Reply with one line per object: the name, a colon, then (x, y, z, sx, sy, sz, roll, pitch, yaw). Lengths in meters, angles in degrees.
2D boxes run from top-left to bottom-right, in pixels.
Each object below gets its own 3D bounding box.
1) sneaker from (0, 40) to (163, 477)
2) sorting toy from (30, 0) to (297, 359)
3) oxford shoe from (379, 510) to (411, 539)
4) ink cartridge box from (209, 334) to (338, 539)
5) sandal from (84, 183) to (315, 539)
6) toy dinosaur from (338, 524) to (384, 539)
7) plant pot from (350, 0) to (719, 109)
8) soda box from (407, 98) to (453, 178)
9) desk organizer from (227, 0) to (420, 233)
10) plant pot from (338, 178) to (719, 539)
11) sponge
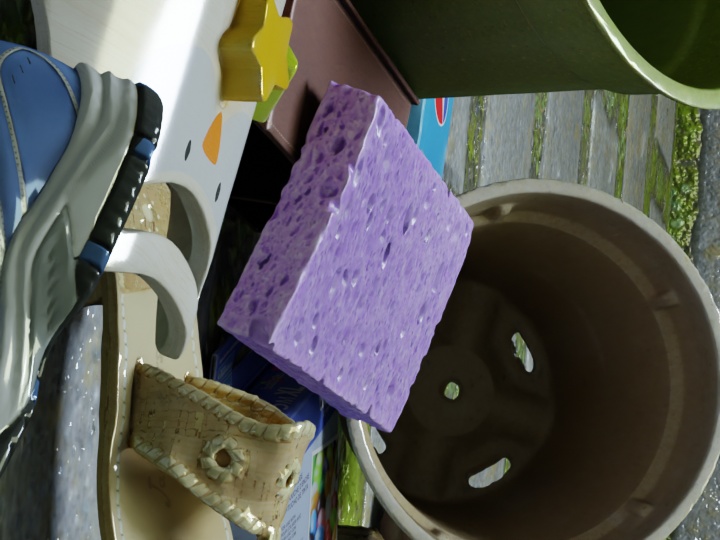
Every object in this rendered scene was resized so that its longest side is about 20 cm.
sneaker: (-0.129, 0.026, 0.646, 0.201, 0.077, 0.076, -67, -169, -12)
sorting toy: (-0.068, -0.071, 0.767, 0.200, 0.106, 0.182, 57, 37, -68)
oxford shoe: (0.059, 0.171, 1.462, 0.200, 0.071, 0.073, 42, 48, -73)
ink cartridge box: (-0.041, 0.120, 1.093, 0.119, 0.042, 0.202, -46, 137, -70)
sandal: (-0.052, 0.055, 0.824, 0.077, 0.069, 0.213, 12, 62, -60)
toy dinosaur: (0.040, 0.207, 1.199, 0.201, 0.058, 0.101, 57, 19, 15)
plant pot: (0.073, -0.158, 1.059, 0.199, 0.189, 0.202, 12, 74, -46)
soda box: (0.015, -0.125, 1.195, 0.064, 0.067, 0.201, 62, 34, -63)
desk organizer: (-0.036, -0.073, 0.991, 0.200, 0.071, 0.078, 45, 55, -70)
plant pot: (0.069, 0.061, 1.201, 0.183, 0.199, 0.202, 163, -68, -77)
sponge: (0.000, 0.000, 0.999, 0.112, 0.030, 0.200, -67, 161, -8)
